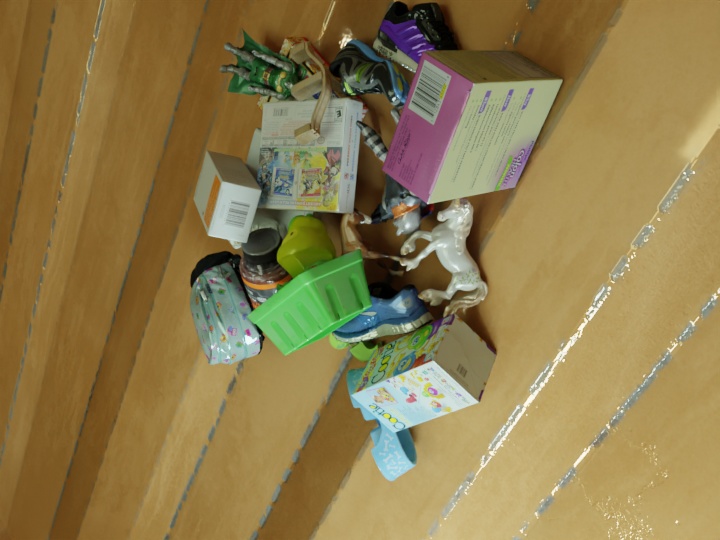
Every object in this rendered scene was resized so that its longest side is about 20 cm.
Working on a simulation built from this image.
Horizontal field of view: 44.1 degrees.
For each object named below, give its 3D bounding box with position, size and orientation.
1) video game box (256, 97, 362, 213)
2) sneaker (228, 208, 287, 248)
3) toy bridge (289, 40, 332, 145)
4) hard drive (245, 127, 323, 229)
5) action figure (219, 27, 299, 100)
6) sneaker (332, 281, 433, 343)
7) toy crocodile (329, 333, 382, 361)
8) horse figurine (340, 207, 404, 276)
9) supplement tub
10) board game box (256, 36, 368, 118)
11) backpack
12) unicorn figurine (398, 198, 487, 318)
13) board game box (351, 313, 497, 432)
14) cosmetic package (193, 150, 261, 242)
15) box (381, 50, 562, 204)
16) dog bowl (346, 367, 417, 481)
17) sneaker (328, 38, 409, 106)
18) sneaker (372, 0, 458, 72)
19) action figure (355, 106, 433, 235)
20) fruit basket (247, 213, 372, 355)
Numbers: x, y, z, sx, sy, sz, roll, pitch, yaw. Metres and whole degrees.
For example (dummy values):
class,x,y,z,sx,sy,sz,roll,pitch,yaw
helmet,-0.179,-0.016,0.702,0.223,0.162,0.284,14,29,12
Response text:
class,x,y,z,sx,sy,sz,roll,pitch,yaw
video game box,-0.088,-0.189,1.474,0.200,0.047,0.182,7,90,41
sneaker,-0.182,-0.070,1.635,0.200,0.116,0.074,25,143,44
toy bridge,-0.079,-0.299,1.437,0.067,0.027,0.200,-22,55,26
hard drive,-0.134,-0.154,1.567,0.200,0.027,0.132,35,117,37
action figure,-0.168,-0.345,1.547,0.200,0.055,0.118,29,115,38
sneaker,0.028,0.064,1.455,0.200,0.079,0.089,-16,92,40
toy crocodile,-0.035,0.076,1.568,0.062,0.067,0.200,-40,72,24
horse figurine,0.000,0.000,1.489,0.132,0.050,0.200,31,132,7
supplement tub,-0.154,0.020,1.594,0.107,0.107,0.200,30,148,38
board game box,-0.088,-0.286,1.545,0.200,0.046,0.152,51,131,24
backpack,-0.260,0.084,1.717,0.167,0.126,0.200,96,154,-62
unicorn figurine,0.130,-0.027,1.347,0.137,0.074,0.200,-26,117,16
board game box,0.098,0.164,1.398,0.105,0.103,0.200,43,138,-16
cosmetic package,-0.237,-0.133,1.562,0.200,0.071,0.102,-128,53,-62
box,0.152,-0.200,1.208,0.097,0.200,0.176,41,127,32
dog bowl,0.039,0.253,1.507,0.050,0.111,0.200,-24,81,14
sneaker,0.015,-0.295,1.387,0.083,0.071,0.200,-43,43,-1
sneaker,0.103,-0.345,1.319,0.200,0.070,0.100,36,118,33
action figure,0.047,-0.140,1.407,0.200,0.105,0.194,-33,67,44
fruit basket,-0.091,0.008,1.439,0.216,0.155,0.216,23,123,40
